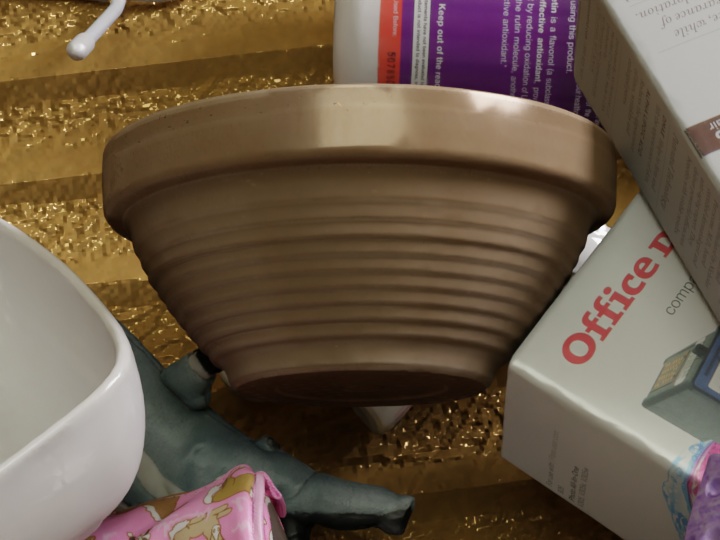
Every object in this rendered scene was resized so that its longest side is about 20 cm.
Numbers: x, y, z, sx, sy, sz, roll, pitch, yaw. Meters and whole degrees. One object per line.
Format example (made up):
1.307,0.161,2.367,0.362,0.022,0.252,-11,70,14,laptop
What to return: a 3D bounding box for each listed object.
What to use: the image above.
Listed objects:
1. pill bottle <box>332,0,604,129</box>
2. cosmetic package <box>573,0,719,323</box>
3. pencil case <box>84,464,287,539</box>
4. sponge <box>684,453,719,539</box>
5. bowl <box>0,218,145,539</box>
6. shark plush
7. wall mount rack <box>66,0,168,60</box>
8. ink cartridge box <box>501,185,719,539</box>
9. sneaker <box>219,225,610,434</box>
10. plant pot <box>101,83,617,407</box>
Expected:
0.087,-0.122,0.956,0.198,0.113,0.113,3,60,1,pill bottle
0.164,-0.036,0.735,0.101,0.074,0.201,-22,59,-10,cosmetic package
-0.117,0.135,0.763,0.198,0.087,0.084,-15,101,9,pencil case
0.138,0.168,0.653,0.111,0.030,0.202,12,77,31,sponge
-0.182,0.074,0.746,0.199,0.075,0.200,-32,33,-17,bowl
-0.076,0.065,0.824,0.199,0.084,0.091,26,20,31,shark plush
-0.176,-0.163,1.001,0.198,0.075,0.175,6,60,4,wall mount rack
0.172,0.054,0.772,0.199,0.088,0.146,32,65,21,ink cartridge box
0.027,0.025,0.902,0.198,0.078,0.100,-6,66,7,sneaker
0.000,0.000,0.773,0.199,0.201,0.094,-1,77,0,plant pot
